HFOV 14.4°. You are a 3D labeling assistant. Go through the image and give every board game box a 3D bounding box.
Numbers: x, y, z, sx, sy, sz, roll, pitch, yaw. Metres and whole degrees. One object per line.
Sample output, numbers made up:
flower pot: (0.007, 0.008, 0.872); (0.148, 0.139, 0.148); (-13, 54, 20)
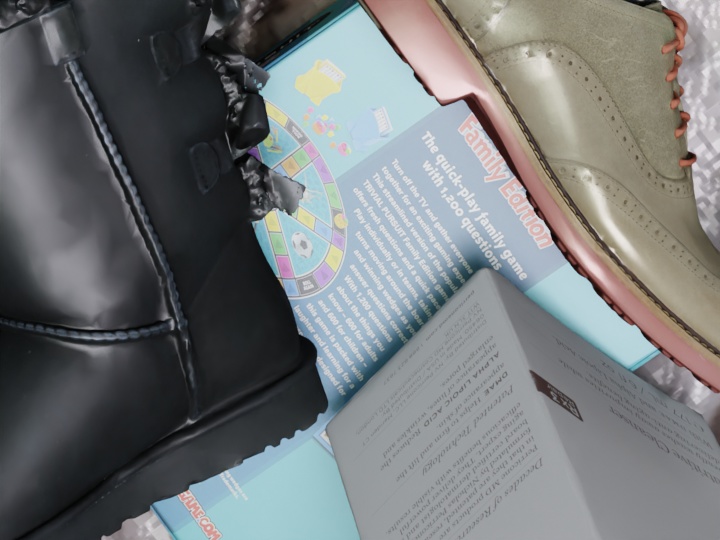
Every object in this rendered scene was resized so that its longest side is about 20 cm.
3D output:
board game box: (0.000, 0.000, 0.934); (0.200, 0.047, 0.151); (-34, 99, 7)

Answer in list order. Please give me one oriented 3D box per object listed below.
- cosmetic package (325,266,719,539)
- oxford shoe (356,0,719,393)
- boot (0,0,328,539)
cosmetic package: (0.069, 0.102, 0.833); (0.113, 0.200, 0.081); (33, 109, -31)
oxford shoe: (0.078, -0.042, 0.865); (0.075, 0.070, 0.200); (-40, 99, 3)
boot: (-0.105, 0.000, 0.843); (0.198, 0.073, 0.163); (-27, 111, -25)
